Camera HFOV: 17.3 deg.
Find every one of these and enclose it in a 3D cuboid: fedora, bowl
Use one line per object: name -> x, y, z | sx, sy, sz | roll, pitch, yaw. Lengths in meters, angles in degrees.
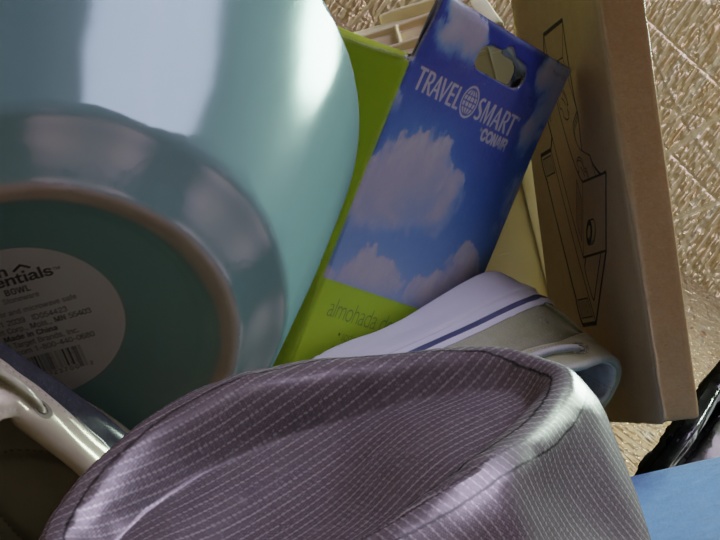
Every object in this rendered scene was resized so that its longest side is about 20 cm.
fedora -> 0.001, 0.075, 0.543 | 0.200, 0.091, 0.177 | -20, 24, -25
bowl -> -0.095, -0.011, 0.715 | 0.201, 0.201, 0.105 | 30, 30, -28

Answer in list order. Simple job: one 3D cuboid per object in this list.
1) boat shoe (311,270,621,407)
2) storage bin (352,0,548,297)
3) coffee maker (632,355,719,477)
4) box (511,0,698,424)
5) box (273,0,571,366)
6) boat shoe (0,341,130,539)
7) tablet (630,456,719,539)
boat shoe -> 0.021, 0.058, 0.824 | 0.062, 0.072, 0.200 | 24, 39, 28
storage bin -> 0.042, -0.020, 1.124 | 0.199, 0.093, 0.201 | -90, 165, -78
coffee maker -> 0.203, 0.122, 0.940 | 0.200, 0.192, 0.135 | 39, -34, 7
box -> 0.092, -0.040, 0.930 | 0.021, 0.201, 0.163 | -6, -2, -7
box -> 0.000, 0.000, 0.860 | 0.048, 0.201, 0.122 | 23, 2, 28
boat shoe -> -0.118, 0.049, 0.632 | 0.200, 0.071, 0.063 | 34, 11, -38
tablet -> 0.068, 0.093, 0.791 | 0.130, 0.199, 0.014 | -56, 133, -81
